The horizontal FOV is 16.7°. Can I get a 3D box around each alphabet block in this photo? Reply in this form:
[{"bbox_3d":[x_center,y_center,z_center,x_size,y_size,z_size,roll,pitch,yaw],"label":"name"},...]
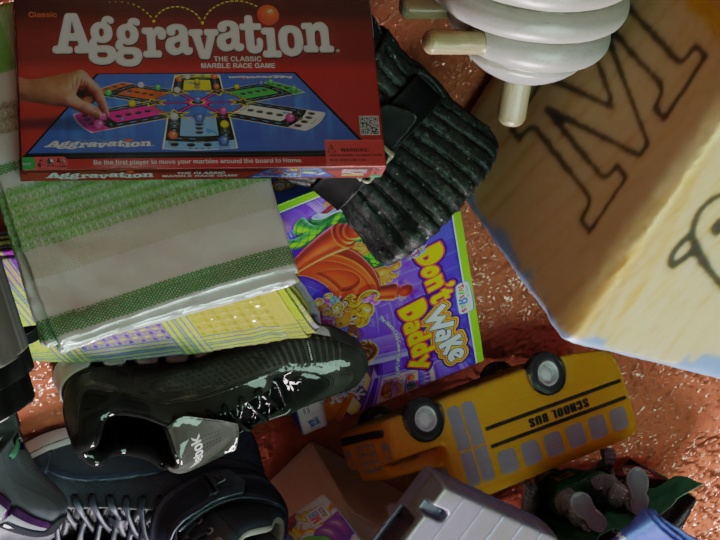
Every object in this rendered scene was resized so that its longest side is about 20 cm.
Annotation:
[{"bbox_3d":[0.202,-0.074,1.513,0.195,0.197,0.200,13,120,-38],"label":"alphabet block"}]

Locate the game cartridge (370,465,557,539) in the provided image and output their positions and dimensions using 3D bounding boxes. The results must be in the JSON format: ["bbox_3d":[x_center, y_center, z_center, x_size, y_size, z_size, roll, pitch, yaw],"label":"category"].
[{"bbox_3d":[0.025,0.222,1.531,0.200,0.038,0.129,-53,140,8],"label":"game cartridge"}]

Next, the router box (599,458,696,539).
[{"bbox_3d":[0.157,0.245,1.788,0.200,0.062,0.150,-34,150,-54],"label":"router box"}]

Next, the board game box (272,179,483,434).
[{"bbox_3d":[0.000,0.000,1.570,0.134,0.045,0.201,-22,135,-11],"label":"board game box"}]

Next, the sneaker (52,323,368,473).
[{"bbox_3d":[-0.092,0.085,1.521,0.199,0.091,0.067,-6,135,0],"label":"sneaker"}]

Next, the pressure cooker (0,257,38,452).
[{"bbox_3d":[-0.269,0.037,1.311,0.175,0.179,0.201,-18,98,1],"label":"pressure cooker"}]

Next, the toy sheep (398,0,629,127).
[{"bbox_3d":[0.097,-0.176,1.415,0.137,0.138,0.201,-7,126,-24],"label":"toy sheep"}]

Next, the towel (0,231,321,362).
[{"bbox_3d":[-0.132,0.010,1.447,0.199,0.023,0.144,-8,148,17],"label":"towel"}]

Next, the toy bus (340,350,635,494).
[{"bbox_3d":[0.087,0.107,1.660,0.199,0.065,0.079,-18,91,-33],"label":"toy bus"}]

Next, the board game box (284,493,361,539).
[{"bbox_3d":[-0.009,0.263,1.636,0.103,0.105,0.200,-35,136,-7],"label":"board game box"}]

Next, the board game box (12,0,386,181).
[{"bbox_3d":[-0.088,-0.100,1.345,0.199,0.104,0.019,-1,159,-12],"label":"board game box"}]

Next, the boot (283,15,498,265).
[{"bbox_3d":[-0.037,-0.057,1.440,0.211,0.079,0.158,-38,114,5],"label":"boot"}]

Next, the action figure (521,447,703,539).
[{"bbox_3d":[0.150,0.156,1.691,0.118,0.200,0.055,-20,91,-10],"label":"action figure"}]

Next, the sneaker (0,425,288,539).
[{"bbox_3d":[-0.145,0.165,1.563,0.201,0.146,0.077,-16,135,-14],"label":"sneaker"}]

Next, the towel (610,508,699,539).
[{"bbox_3d":[0.142,0.239,1.617,0.200,0.024,0.145,-44,153,4],"label":"towel"}]

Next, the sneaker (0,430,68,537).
[{"bbox_3d":[-0.237,0.084,1.477,0.200,0.074,0.088,38,95,-31],"label":"sneaker"}]

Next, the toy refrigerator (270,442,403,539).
[{"bbox_3d":[0.017,0.202,1.732,0.070,0.076,0.200,-44,135,12],"label":"toy refrigerator"}]

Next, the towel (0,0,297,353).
[{"bbox_3d":[-0.133,-0.064,1.349,0.148,0.201,0.031,-16,164,-17],"label":"towel"}]
